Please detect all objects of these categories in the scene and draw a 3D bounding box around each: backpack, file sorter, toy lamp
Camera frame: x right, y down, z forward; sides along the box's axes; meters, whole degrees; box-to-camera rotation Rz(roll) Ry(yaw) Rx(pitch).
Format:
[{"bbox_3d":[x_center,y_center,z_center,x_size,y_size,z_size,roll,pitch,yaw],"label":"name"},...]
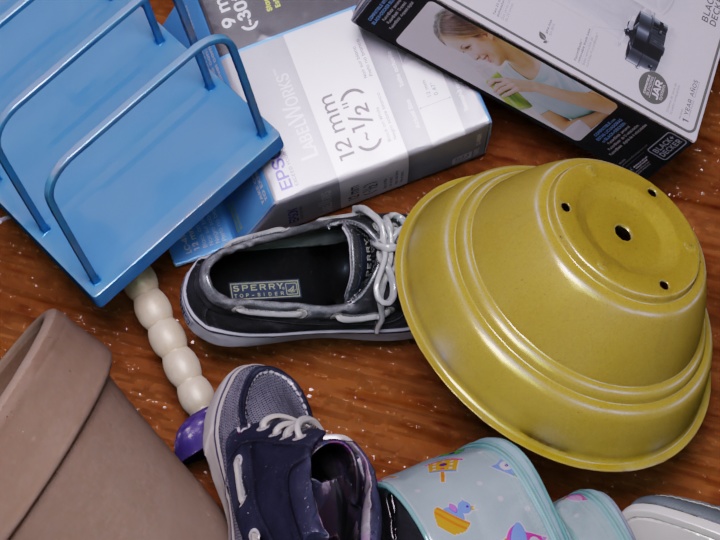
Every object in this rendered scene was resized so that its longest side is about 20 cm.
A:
[{"bbox_3d":[0.072,0.188,1.050,0.152,0.176,0.201,-25,77,-21],"label":"backpack"},{"bbox_3d":[-0.166,-0.112,1.096,0.139,0.123,0.200,-42,64,-12],"label":"file sorter"},{"bbox_3d":[-0.124,0.011,1.150,0.058,0.058,0.201,-25,81,-6],"label":"toy lamp"}]

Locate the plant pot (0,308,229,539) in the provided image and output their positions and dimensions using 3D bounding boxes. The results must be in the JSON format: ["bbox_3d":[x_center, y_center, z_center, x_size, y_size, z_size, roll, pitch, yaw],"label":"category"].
[{"bbox_3d":[-0.154,0.152,1.063,0.174,0.200,0.201,38,79,-10],"label":"plant pot"}]

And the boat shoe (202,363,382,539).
[{"bbox_3d":[-0.029,0.101,1.034,0.074,0.093,0.201,19,36,-24],"label":"boat shoe"}]

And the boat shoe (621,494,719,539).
[{"bbox_3d":[0.236,0.166,1.099,0.198,0.073,0.062,22,43,11],"label":"boat shoe"}]

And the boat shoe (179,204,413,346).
[{"bbox_3d":[-0.001,-0.003,1.125,0.197,0.068,0.074,-2,73,-18],"label":"boat shoe"}]

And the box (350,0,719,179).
[{"bbox_3d":[0.106,-0.152,1.142,0.199,0.060,0.117,27,61,-13],"label":"box"}]

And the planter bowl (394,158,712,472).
[{"bbox_3d":[0.124,0.001,1.086,0.199,0.084,0.202,17,46,-18],"label":"planter bowl"}]

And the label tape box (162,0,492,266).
[{"bbox_3d":[-0.041,-0.107,1.171,0.198,0.066,0.144,-20,78,-6],"label":"label tape box"}]

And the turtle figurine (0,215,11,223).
[{"bbox_3d":[-0.284,0.025,1.116,0.100,0.151,0.199,33,39,26],"label":"turtle figurine"}]
